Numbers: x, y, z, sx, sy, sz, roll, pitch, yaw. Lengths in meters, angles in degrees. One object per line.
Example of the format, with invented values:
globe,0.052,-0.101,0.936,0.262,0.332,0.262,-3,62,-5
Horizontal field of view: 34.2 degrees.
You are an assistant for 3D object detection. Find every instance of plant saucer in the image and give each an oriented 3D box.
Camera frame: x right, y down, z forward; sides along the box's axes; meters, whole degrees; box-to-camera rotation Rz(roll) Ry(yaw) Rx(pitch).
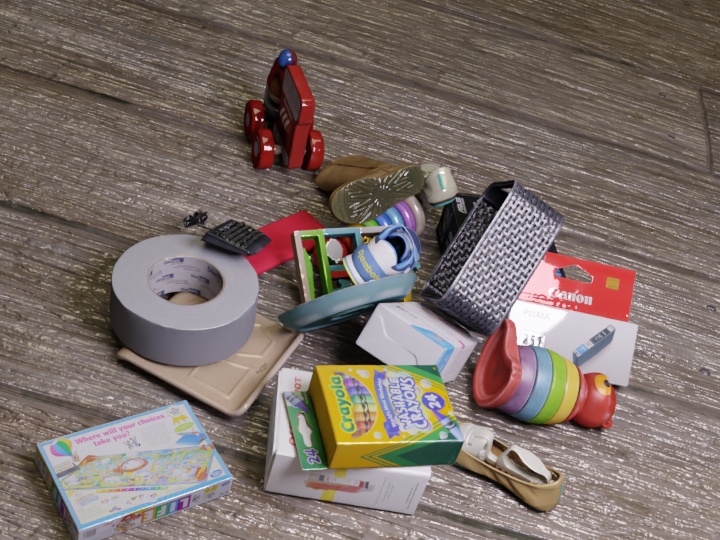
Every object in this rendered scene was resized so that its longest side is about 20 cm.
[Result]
plant saucer,-0.015,0.047,1.593,0.199,0.200,0.028,-13,81,-31

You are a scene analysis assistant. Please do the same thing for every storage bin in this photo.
storage bin,0.186,-0.019,1.660,0.093,0.201,0.135,35,-5,-10

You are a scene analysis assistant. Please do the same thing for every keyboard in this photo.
keyboard,-0.196,-0.058,1.680,0.126,0.021,0.200,19,8,0

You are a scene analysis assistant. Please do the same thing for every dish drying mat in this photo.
dish drying mat,-0.134,-0.037,1.785,0.077,0.018,0.199,40,44,25

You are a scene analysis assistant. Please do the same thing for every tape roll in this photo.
tape roll,-0.238,0.037,1.582,0.198,0.067,0.201,7,38,-5

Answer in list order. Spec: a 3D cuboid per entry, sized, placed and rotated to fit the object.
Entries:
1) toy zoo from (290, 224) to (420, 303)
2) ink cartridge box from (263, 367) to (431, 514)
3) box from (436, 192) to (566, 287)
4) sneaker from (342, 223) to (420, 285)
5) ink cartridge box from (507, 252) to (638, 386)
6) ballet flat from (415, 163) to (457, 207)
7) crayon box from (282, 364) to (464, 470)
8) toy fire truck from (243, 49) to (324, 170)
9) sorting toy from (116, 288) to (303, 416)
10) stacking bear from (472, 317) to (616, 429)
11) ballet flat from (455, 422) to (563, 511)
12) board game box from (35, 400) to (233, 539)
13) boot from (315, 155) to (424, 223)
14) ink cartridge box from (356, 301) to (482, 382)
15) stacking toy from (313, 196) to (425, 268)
toy zoo,0.000,0.000,1.740,0.198,0.020,0.133,-3,75,-24
ink cartridge box,-0.018,0.215,1.486,0.198,0.084,0.146,11,41,-9
box,0.219,-0.023,1.842,0.162,0.087,0.201,6,41,-12
sneaker,0.051,-0.027,1.679,0.074,0.082,0.200,53,28,1
ink cartridge box,0.310,0.066,1.727,0.198,0.045,0.178,11,84,-7
ballet flat,0.108,-0.140,1.871,0.069,0.070,0.200,6,1,-13
crayon box,0.015,0.178,1.436,0.198,0.052,0.126,1,43,-20
toy fire truck,-0.119,-0.269,1.935,0.111,0.169,0.201,0,43,-20
sorting toy,-0.202,0.107,1.587,0.198,0.037,0.185,23,40,14
stacking bear,0.268,0.164,1.632,0.198,0.114,0.122,18,41,-17
ballet flat,0.181,0.242,1.545,0.199,0.063,0.069,28,40,13
board game box,-0.272,0.240,1.406,0.198,0.034,0.135,-14,49,-32
boot,-0.015,-0.130,1.844,0.174,0.067,0.199,-18,19,-27
ink cartridge box,0.087,0.101,1.631,0.115,0.068,0.200,34,11,18
stacking toy,0.008,-0.053,1.811,0.085,0.086,0.199,40,49,25
